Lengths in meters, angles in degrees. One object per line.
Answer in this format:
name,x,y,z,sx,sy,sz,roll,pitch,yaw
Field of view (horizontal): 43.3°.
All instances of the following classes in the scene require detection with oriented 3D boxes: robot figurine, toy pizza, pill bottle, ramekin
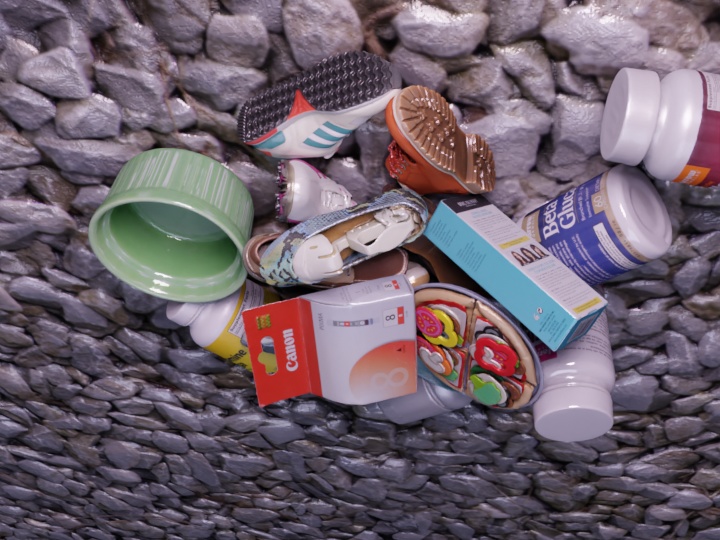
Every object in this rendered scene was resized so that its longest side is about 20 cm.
robot figurine,0.094,0.156,1.325,0.199,0.114,0.169,-23,159,36
toy pizza,0.126,0.099,1.088,0.199,0.032,0.201,28,146,21
pill bottle,0.346,-0.137,0.893,0.198,0.110,0.110,9,143,0
pill bottle,-0.166,0.073,1.273,0.199,0.113,0.112,30,138,-25
pill bottle,0.245,-0.031,1.050,0.111,0.112,0.199,34,136,-29
pill bottle,0.259,0.103,1.141,0.112,0.202,0.114,2,145,1
ramekin,-0.227,-0.058,1.130,0.198,0.098,0.201,6,143,5

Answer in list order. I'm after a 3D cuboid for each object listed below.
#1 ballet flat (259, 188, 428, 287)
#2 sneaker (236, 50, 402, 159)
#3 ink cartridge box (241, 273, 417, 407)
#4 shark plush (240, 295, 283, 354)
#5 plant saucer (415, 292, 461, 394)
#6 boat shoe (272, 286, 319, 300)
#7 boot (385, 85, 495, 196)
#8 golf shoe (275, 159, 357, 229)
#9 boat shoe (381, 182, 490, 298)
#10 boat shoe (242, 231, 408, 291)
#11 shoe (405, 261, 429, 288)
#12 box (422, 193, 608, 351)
ballet flat,-0.015,-0.031,0.986,0.199,0.075,0.075,-27,139,-4
sneaker,-0.033,-0.170,0.983,0.198,0.071,0.093,-16,154,26
ink cartridge box,-0.031,0.097,1.081,0.198,0.050,0.163,-14,129,-12
shark plush,-0.066,0.105,1.247,0.199,0.091,0.084,28,103,-40
plant saucer,0.116,0.086,1.166,0.198,0.036,0.201,23,146,16
boat shoe,-0.049,0.043,1.146,0.072,0.068,0.201,-36,107,-1
boot,0.060,-0.127,0.971,0.106,0.076,0.200,-4,160,29
golf shoe,-0.048,-0.084,1.038,0.091,0.074,0.200,1,176,5
boat shoe,0.099,-0.038,1.112,0.070,0.071,0.200,-37,127,16
boat shoe,-0.037,-0.010,1.059,0.198,0.077,0.072,0,175,-11
shoe,0.000,0.000,1.159,0.198,0.070,0.054,1,113,40
box,0.168,-0.003,0.995,0.200,0.082,0.049,44,124,23
